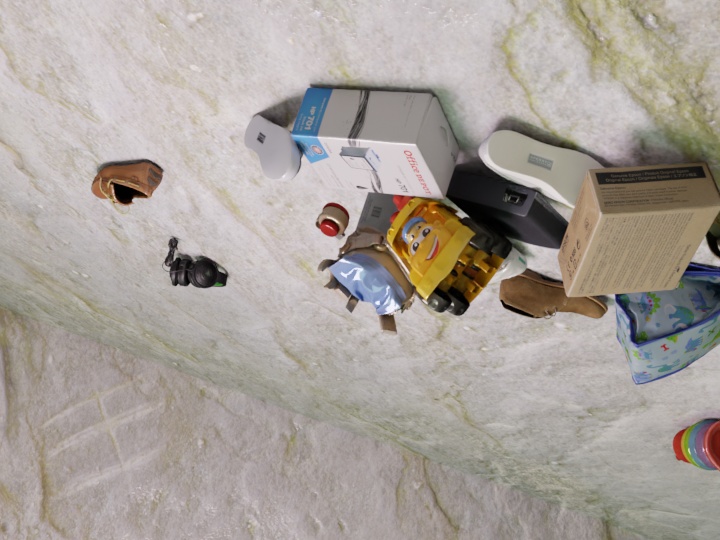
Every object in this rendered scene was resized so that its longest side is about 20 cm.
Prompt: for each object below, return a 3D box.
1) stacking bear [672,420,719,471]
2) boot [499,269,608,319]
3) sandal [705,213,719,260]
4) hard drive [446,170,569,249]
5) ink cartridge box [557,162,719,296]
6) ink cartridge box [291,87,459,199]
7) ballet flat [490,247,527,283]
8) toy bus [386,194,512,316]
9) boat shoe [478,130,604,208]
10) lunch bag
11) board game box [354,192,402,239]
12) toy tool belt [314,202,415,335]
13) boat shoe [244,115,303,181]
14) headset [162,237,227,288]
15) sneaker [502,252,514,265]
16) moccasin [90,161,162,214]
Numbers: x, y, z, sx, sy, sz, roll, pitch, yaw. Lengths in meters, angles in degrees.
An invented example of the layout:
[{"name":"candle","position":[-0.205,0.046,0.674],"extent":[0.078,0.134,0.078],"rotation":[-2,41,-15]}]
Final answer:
[{"name":"stacking bear","position":[0.759,0.386,2.057],"extent":[0.112,0.124,0.200],"rotation":[18,167,-5]},{"name":"boot","position":[0.339,0.060,1.655],"extent":[0.196,0.077,0.074],"rotation":[17,158,1]},{"name":"sandal","position":[0.513,-0.040,1.286],"extent":[0.198,0.055,0.080],"rotation":[32,155,-31]},{"name":"hard drive","position":[0.211,-0.089,1.368],"extent":[0.134,0.043,0.199],"rotation":[35,172,-38]},{"name":"ink cartridge box","position":[0.364,-0.051,1.243],"extent":[0.161,0.076,0.201],"rotation":[-4,147,-5]},{"name":"ink cartridge box","position":[0.023,-0.180,1.323],"extent":[0.196,0.087,0.147],"rotation":[9,157,27]},{"name":"ballet flat","position":[0.217,0.005,1.645],"extent":[0.069,0.071,0.199],"rotation":[28,154,-25]},{"name":"toy bus","position":[0.106,-0.046,1.369],"extent":[0.192,0.136,0.199],"rotation":[43,-167,20]},{"name":"boat shoe","position":[0.252,-0.133,1.276],"extent":[0.196,0.074,0.068],"rotation":[15,-179,-9]},{"name":"lunch bag","position":[0.510,0.076,1.483],"extent":[0.196,0.130,0.171],"rotation":[-18,150,9]},{"name":"board game box","position":[0.062,-0.048,1.583],"extent":[0.101,0.107,0.201],"rotation":[14,159,13]},{"name":"toy tool belt","position":[0.000,0.000,1.436],"extent":[0.199,0.124,0.124],"rotation":[38,145,-14]},{"name":"boat shoe","position":[-0.116,-0.176,1.392],"extent":[0.067,0.073,0.200],"rotation":[19,-169,-29]},{"name":"headset","position":[-0.385,-0.008,2.146],"extent":[0.121,0.096,0.199],"rotation":[3,170,25]},{"name":"sneaker","position":[0.169,-0.019,1.580],"extent":[0.199,0.090,0.075],"rotation":[-32,172,42]},{"name":"moccasin","position":[-0.456,-0.157,1.797],"extent":[0.198,0.079,0.074],"rotation":[2,154,38]}]
